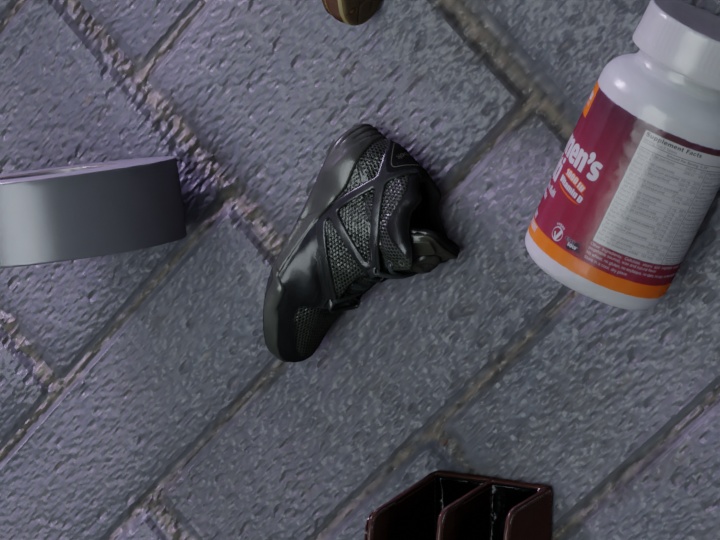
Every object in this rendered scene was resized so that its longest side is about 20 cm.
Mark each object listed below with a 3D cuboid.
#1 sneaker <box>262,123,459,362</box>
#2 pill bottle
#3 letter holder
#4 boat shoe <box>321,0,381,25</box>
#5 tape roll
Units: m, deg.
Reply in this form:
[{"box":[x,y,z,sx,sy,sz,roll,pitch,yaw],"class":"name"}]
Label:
[{"box":[0.000,0.000,1.576,0.114,0.076,0.200,35,108,25],"class":"sneaker"},{"box":[0.202,-0.082,1.438,0.109,0.110,0.200,31,112,19],"class":"pill bottle"},{"box":[0.071,0.269,1.551,0.100,0.142,0.200,6,102,26],"class":"letter holder"},{"box":[-0.021,-0.282,1.529,0.067,0.072,0.200,14,123,35],"class":"boat shoe"},{"box":[-0.240,-0.046,1.621,0.200,0.200,0.066,-3,96,28],"class":"tape roll"}]
